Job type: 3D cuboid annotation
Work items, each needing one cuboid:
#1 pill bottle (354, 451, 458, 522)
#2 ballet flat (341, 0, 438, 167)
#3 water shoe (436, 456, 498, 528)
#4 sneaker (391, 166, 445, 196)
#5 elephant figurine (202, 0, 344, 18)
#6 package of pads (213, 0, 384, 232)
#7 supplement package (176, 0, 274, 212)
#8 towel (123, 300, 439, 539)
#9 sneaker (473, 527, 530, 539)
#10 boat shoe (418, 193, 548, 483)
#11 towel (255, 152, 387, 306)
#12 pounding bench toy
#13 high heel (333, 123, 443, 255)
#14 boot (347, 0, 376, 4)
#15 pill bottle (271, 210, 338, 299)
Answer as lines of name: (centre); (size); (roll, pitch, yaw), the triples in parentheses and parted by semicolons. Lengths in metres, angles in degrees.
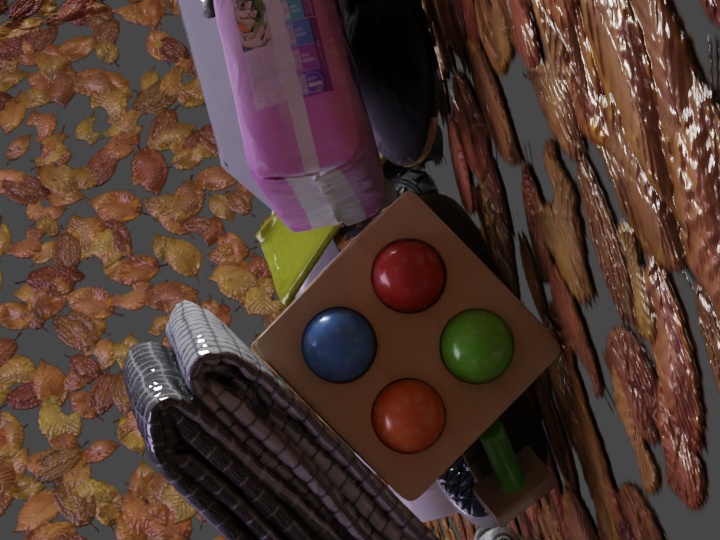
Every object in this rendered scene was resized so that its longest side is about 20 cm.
pill bottle: (0.038, 0.098, 1.361); (0.112, 0.111, 0.201); (151, 104, -86)
ballet flat: (0.019, -0.167, 1.096); (0.057, 0.066, 0.201); (-4, -98, -62)
water shoe: (0.085, 0.107, 1.224); (0.079, 0.071, 0.201); (39, -158, -44)
sneaker: (0.036, -0.036, 1.282); (0.079, 0.074, 0.200); (43, -175, -26)
elephant figurine: (-0.051, -0.225, 1.272); (0.142, 0.155, 0.200); (60, 178, -8)
package of pads: (-0.043, -0.132, 1.026); (0.121, 0.075, 0.201); (71, -175, -74)
supplement package: (-0.061, -0.162, 1.442); (0.156, 0.111, 0.201); (40, 152, 46)
towel: (-0.051, 0.118, 0.983); (0.200, 0.086, 0.166); (46, 176, -13)
sneaker: (0.106, 0.235, 1.215); (0.200, 0.074, 0.089); (-139, 32, -82)
boat shoe: (0.064, 0.050, 1.100); (0.065, 0.073, 0.201); (153, 101, -81)
towel: (-0.013, -0.075, 1.170); (0.200, 0.018, 0.086); (-56, 29, 24)
pounding bench toy: (0.049, 0.070, 0.986); (0.200, 0.124, 0.156); (45, 175, -2)
high heel: (0.000, 0.000, 1.186); (0.142, 0.071, 0.201); (-19, 58, 56)
boot: (-0.001, -0.219, 0.959); (0.200, 0.074, 0.097); (105, 146, -86)
pill bottle: (-0.009, -0.011, 1.551); (0.200, 0.119, 0.120); (-113, 9, -58)
